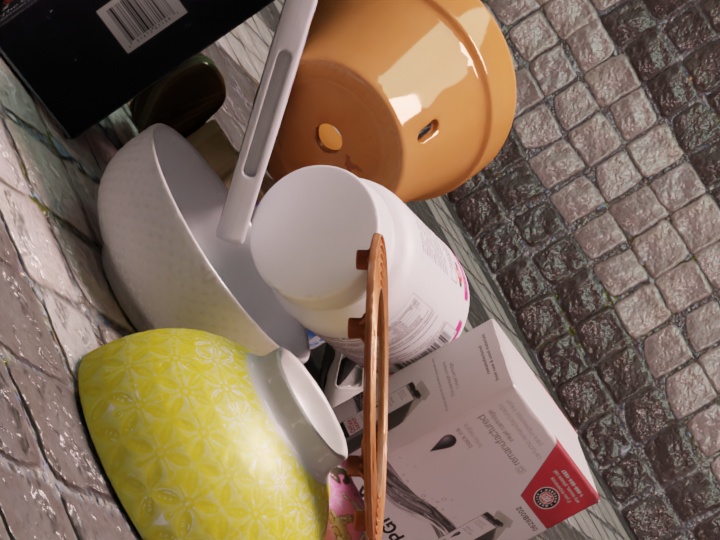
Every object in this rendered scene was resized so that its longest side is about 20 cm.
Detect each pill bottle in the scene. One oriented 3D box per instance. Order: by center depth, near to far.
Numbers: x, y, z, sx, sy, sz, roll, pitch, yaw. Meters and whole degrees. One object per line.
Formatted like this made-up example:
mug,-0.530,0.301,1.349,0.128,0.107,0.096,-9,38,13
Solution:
pill bottle,0.000,0.000,1.418,0.114,0.113,0.200,62,8,23

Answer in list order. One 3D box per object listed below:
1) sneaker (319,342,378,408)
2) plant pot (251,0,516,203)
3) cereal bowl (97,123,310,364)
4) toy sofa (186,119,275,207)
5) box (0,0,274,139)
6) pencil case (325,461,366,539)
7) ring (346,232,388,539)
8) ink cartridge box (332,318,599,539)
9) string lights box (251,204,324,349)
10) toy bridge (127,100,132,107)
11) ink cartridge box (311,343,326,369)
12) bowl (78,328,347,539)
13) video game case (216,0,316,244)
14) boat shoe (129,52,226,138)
sneaker,0.020,0.064,1.564,0.074,0.088,0.202,-28,127,-66
plant pot,0.006,-0.131,1.561,0.201,0.199,0.140,57,39,-8
cereal bowl,-0.122,0.001,1.380,0.201,0.083,0.200,57,9,-13
toy sofa,-0.098,-0.039,1.645,0.098,0.083,0.200,58,8,20
box,-0.168,-0.221,1.497,0.104,0.199,0.182,53,10,-22
pencil case,-0.023,0.184,1.319,0.086,0.083,0.201,14,40,-47
ring,0.005,0.077,1.257,0.200,0.019,0.202,1,90,-86
ink cartridge box,0.054,0.151,1.469,0.147,0.199,0.083,51,14,-34
string lights box,-0.063,0.013,1.595,0.059,0.102,0.200,63,9,20
toy bridge,-0.182,-0.143,1.717,0.201,0.027,0.067,55,10,-19
ink cartridge box,-0.012,0.015,1.739,0.201,0.050,0.161,59,-30,-7
bowl,-0.073,0.108,1.210,0.201,0.107,0.200,56,9,-13
video game case,-0.060,-0.127,1.394,0.024,0.183,0.200,16,14,-4
boat shoe,-0.155,-0.137,1.573,0.063,0.073,0.200,63,-18,10
